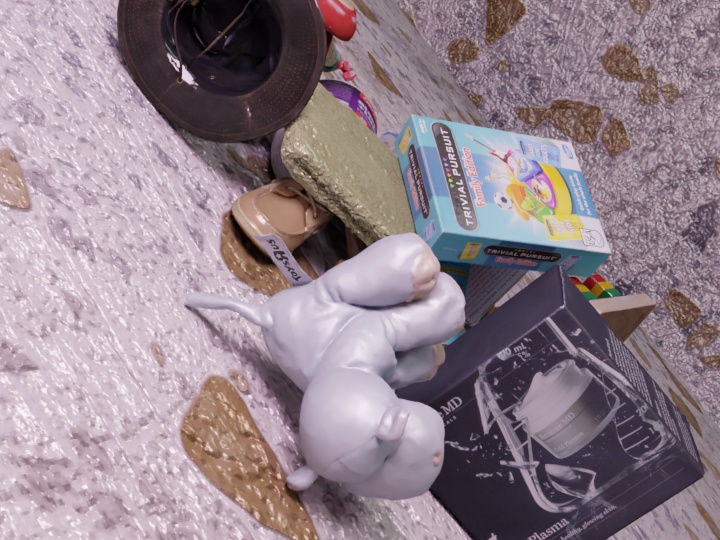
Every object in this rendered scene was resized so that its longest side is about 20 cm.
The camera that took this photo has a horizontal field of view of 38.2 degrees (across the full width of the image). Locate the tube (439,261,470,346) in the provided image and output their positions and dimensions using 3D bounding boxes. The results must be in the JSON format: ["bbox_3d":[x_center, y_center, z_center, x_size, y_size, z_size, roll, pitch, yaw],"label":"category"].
[{"bbox_3d":[0.090,-0.021,1.106,0.077,0.201,0.050,10,-7,-26],"label":"tube"}]

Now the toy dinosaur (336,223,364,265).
[{"bbox_3d":[0.000,0.000,1.049,0.106,0.060,0.201,-49,121,-78],"label":"toy dinosaur"}]

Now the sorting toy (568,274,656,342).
[{"bbox_3d":[0.204,0.090,1.122,0.070,0.199,0.200,46,23,22],"label":"sorting toy"}]

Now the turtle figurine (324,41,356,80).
[{"bbox_3d":[-0.087,-0.288,1.373,0.200,0.101,0.150,20,35,-51],"label":"turtle figurine"}]

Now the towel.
[{"bbox_3d":[-0.004,-0.091,1.014,0.200,0.036,0.149,42,31,-31],"label":"towel"}]

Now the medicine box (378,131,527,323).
[{"bbox_3d":[0.079,-0.056,1.220,0.200,0.103,0.182,46,-1,-14],"label":"medicine box"}]

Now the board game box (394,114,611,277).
[{"bbox_3d":[0.145,-0.076,1.067,0.199,0.047,0.152,6,53,-25],"label":"board game box"}]

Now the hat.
[{"bbox_3d":[-0.121,-0.216,0.968,0.201,0.200,0.081,51,12,0],"label":"hat"}]

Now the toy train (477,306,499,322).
[{"bbox_3d":[0.211,0.115,1.394,0.200,0.056,0.150,45,-2,-1],"label":"toy train"}]

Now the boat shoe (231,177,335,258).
[{"bbox_3d":[-0.065,-0.062,0.994,0.071,0.064,0.200,51,16,-2],"label":"boat shoe"}]

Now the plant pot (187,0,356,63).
[{"bbox_3d":[-0.118,-0.270,1.095,0.200,0.182,0.201,45,15,-16],"label":"plant pot"}]

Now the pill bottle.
[{"bbox_3d":[-0.037,-0.156,1.184,0.111,0.111,0.200,47,17,-15],"label":"pill bottle"}]

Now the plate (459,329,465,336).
[{"bbox_3d":[0.166,0.140,1.256,0.200,0.026,0.200,45,18,-19],"label":"plate"}]

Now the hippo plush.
[{"bbox_3d":[0.008,0.071,0.741,0.200,0.159,0.161,39,20,-38],"label":"hippo plush"}]

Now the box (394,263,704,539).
[{"bbox_3d":[0.162,0.140,0.933,0.197,0.200,0.124,49,17,-7],"label":"box"}]
